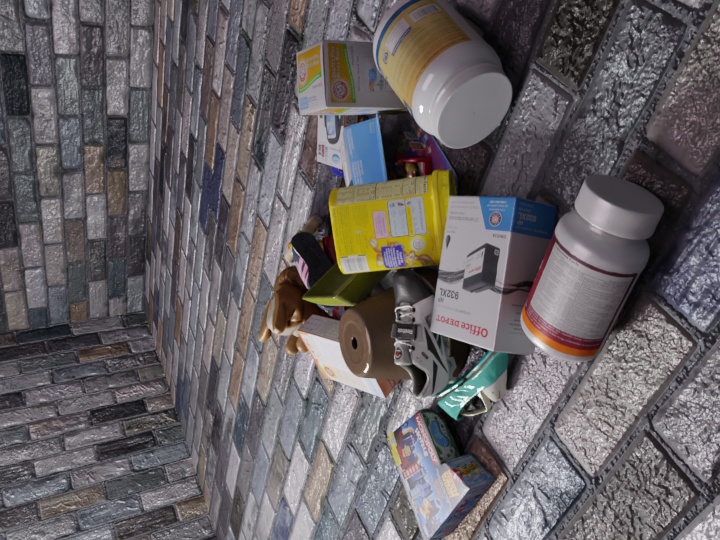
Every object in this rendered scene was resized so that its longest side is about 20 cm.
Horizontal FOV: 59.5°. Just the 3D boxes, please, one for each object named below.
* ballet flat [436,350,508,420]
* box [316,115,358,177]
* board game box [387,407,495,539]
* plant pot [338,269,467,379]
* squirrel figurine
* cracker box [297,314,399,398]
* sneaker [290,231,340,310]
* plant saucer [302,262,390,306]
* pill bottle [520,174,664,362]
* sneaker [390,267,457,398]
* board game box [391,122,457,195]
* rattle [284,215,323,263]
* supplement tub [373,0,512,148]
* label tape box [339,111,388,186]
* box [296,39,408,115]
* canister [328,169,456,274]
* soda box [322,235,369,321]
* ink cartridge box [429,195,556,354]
[{"bbox_3d":[0.191,0.181,0.990,0.071,0.067,0.201,46,141,11],"label":"ballet flat"},{"bbox_3d":[-0.049,-0.298,1.317,0.118,0.041,0.205,29,119,55],"label":"box"},{"bbox_3d":[0.142,0.350,1.105,0.200,0.060,0.203,-53,52,50],"label":"board game box"},{"bbox_3d":[0.061,0.108,1.082,0.199,0.171,0.206,18,111,57],"label":"plant pot"},{"bbox_3d":[-0.111,0.091,1.407,0.141,0.183,0.204,139,144,-57],"label":"squirrel figurine"},{"bbox_3d":[-0.026,0.170,1.273,0.198,0.058,0.136,10,135,47],"label":"cracker box"},{"bbox_3d":[-0.088,0.014,1.306,0.083,0.069,0.202,90,160,-51],"label":"sneaker"},{"bbox_3d":[0.000,0.000,1.171,0.048,0.200,0.199,49,162,-12],"label":"plant saucer"},{"bbox_3d":[0.270,-0.001,0.744,0.110,0.107,0.204,49,137,43],"label":"pill bottle"},{"bbox_3d":[0.083,0.099,0.956,0.073,0.088,0.204,-10,103,53],"label":"sneaker"},{"bbox_3d":[0.092,-0.153,1.095,0.203,0.038,0.159,65,146,29],"label":"board game box"},{"bbox_3d":[-0.104,-0.045,1.485,0.200,0.140,0.133,130,159,-71],"label":"rattle"},{"bbox_3d":[0.117,-0.290,0.915,0.202,0.142,0.146,61,144,33],"label":"supplement tub"},{"bbox_3d":[0.006,-0.186,1.148,0.200,0.064,0.147,133,128,-86],"label":"label tape box"},{"bbox_3d":[0.002,-0.319,1.057,0.112,0.196,0.104,11,107,59],"label":"box"},{"bbox_3d":[0.057,-0.074,1.012,0.195,0.087,0.152,-5,101,17],"label":"canister"},{"bbox_3d":[-0.027,0.025,1.322,0.063,0.069,0.205,-7,91,61],"label":"soda box"},{"bbox_3d":[0.183,0.003,0.888,0.144,0.082,0.205,12,94,58],"label":"ink cartridge box"}]
